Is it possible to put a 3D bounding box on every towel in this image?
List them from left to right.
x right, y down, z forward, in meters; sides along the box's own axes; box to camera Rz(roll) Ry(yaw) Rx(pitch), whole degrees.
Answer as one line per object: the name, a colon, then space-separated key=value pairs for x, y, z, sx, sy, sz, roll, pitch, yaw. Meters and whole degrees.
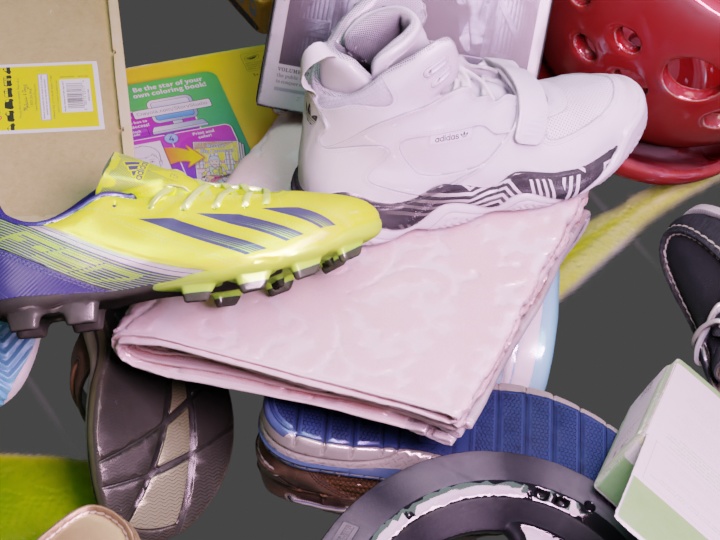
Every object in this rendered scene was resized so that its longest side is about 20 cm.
towel: x=0.000 y=0.000 z=1.232 sx=0.190 sy=0.032 sz=0.200 roll=14 pitch=42 yaw=20

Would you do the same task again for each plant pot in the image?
plant pot: x=0.184 y=-0.163 z=1.383 sx=0.199 sy=0.183 sz=0.201 roll=13 pitch=57 yaw=-20

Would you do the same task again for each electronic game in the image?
electronic game: x=0.064 y=0.183 z=1.131 sx=0.199 sy=0.042 sz=0.201 roll=3 pitch=70 yaw=-9

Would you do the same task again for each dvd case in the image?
dvd case: x=0.034 y=-0.175 z=1.298 sx=0.149 sy=0.201 sz=0.025 roll=10 pitch=9 yaw=-4

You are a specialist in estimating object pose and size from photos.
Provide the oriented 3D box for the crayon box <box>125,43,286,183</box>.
crayon box: x=-0.104 y=-0.057 z=1.355 sx=0.199 sy=0.058 sz=0.119 roll=-12 pitch=50 yaw=-17

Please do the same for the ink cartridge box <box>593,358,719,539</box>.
ink cartridge box: x=0.176 y=0.134 z=1.139 sx=0.145 sy=0.048 sz=0.200 roll=41 pitch=26 yaw=0

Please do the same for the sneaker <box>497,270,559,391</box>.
sneaker: x=0.041 y=-0.015 z=1.323 sx=0.130 sy=0.080 sz=0.201 roll=7 pitch=46 yaw=-3

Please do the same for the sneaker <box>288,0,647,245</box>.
sneaker: x=0.056 y=-0.089 z=1.220 sx=0.199 sy=0.115 sz=0.075 roll=-16 pitch=42 yaw=-15

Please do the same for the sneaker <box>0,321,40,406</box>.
sneaker: x=-0.208 y=-0.002 z=1.275 sx=0.076 sy=0.081 sz=0.201 roll=-6 pitch=52 yaw=-12

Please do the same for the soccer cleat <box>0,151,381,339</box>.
soccer cleat: x=-0.090 y=-0.022 z=1.170 sx=0.199 sy=0.065 sz=0.084 roll=-10 pitch=83 yaw=-5

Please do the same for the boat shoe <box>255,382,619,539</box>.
boat shoe: x=0.045 y=0.100 z=1.219 sx=0.199 sy=0.073 sz=0.072 roll=14 pitch=46 yaw=-1

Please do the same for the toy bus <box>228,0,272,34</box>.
toy bus: x=0.008 y=-0.215 z=1.503 sx=0.199 sy=0.079 sz=0.065 roll=-22 pitch=53 yaw=-25

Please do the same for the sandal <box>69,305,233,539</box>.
sandal: x=-0.117 y=0.046 z=1.250 sx=0.079 sy=0.057 sz=0.202 roll=3 pitch=63 yaw=-28

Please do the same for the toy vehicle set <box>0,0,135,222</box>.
toy vehicle set: x=-0.184 y=-0.083 z=1.271 sx=0.124 sy=0.027 sz=0.201 roll=-3 pitch=44 yaw=-8

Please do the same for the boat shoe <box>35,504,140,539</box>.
boat shoe: x=-0.159 y=0.181 z=1.115 sx=0.074 sy=0.067 sz=0.200 roll=23 pitch=52 yaw=11

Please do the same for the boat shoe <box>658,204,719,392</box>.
boat shoe: x=0.214 y=0.045 z=1.292 sx=0.060 sy=0.076 sz=0.200 roll=-16 pitch=50 yaw=-29
